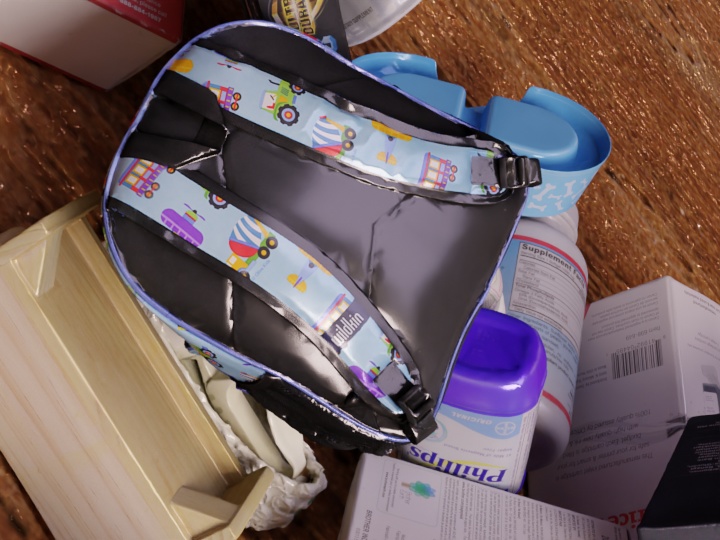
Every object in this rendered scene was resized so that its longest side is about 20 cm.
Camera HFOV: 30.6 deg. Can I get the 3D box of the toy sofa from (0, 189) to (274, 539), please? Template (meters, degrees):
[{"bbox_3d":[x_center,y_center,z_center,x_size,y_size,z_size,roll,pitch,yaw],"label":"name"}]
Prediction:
[{"bbox_3d":[-0.141,0.067,0.704,0.201,0.097,0.083,59,17,-8],"label":"toy sofa"}]

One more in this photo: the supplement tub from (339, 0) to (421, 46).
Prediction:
[{"bbox_3d":[-0.030,-0.270,0.933,0.200,0.122,0.123,49,44,-18],"label":"supplement tub"}]

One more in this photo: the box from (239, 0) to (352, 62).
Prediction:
[{"bbox_3d":[-0.049,-0.169,0.795,0.201,0.049,0.199,75,-6,-53],"label":"box"}]

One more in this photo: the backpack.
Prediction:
[{"bbox_3d":[-0.036,-0.021,0.684,0.199,0.134,0.184,28,74,-14],"label":"backpack"}]

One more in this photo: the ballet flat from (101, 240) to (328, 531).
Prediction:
[{"bbox_3d":[-0.081,0.058,0.772,0.072,0.072,0.201,-39,100,-48],"label":"ballet flat"}]

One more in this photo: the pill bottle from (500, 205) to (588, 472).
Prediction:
[{"bbox_3d":[0.105,0.034,0.945,0.109,0.108,0.201,37,48,-29],"label":"pill bottle"}]

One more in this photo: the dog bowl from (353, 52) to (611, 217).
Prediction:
[{"bbox_3d":[0.077,-0.096,0.946,0.198,0.050,0.112,15,37,2],"label":"dog bowl"}]

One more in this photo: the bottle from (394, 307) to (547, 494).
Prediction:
[{"bbox_3d":[0.063,0.111,0.815,0.083,0.201,0.065,15,46,10],"label":"bottle"}]

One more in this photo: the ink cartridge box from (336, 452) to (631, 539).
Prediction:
[{"bbox_3d":[0.080,0.188,0.730,0.199,0.077,0.137,15,22,1],"label":"ink cartridge box"}]

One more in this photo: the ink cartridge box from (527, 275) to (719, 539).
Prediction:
[{"bbox_3d":[0.200,0.127,0.972,0.085,0.145,0.201,24,56,-38],"label":"ink cartridge box"}]

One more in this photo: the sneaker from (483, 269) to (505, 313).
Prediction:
[{"bbox_3d":[0.000,0.000,0.818,0.198,0.088,0.082,2,63,-7],"label":"sneaker"}]

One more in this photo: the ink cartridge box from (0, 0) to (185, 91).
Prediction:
[{"bbox_3d":[-0.181,-0.232,0.786,0.146,0.083,0.201,23,57,-40],"label":"ink cartridge box"}]

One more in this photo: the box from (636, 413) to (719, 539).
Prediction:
[{"bbox_3d":[0.247,0.199,0.761,0.200,0.117,0.198,-28,108,-66],"label":"box"}]
